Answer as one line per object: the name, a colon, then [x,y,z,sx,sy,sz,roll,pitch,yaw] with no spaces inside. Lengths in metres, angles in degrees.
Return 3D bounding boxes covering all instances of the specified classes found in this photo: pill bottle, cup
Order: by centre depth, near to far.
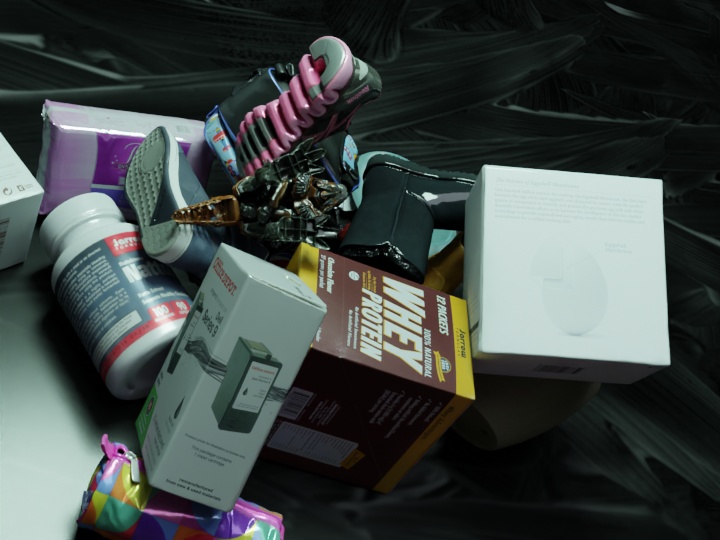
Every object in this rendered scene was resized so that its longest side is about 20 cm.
pill bottle: [-0.254,0.022,0.952,0.119,0.120,0.201,-18,63,-42]
cup: [0.169,0.131,1.097,0.200,0.201,0.143,42,66,9]

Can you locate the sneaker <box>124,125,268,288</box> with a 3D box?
sneaker: [-0.178,-0.058,0.991,0.146,0.077,0.204,33,27,-43]

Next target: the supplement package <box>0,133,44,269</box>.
supplement package: [-0.442,-0.101,0.945,0.117,0.117,0.200,-25,68,-44]

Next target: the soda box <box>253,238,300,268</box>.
soda box: [-0.113,-0.092,1.191,0.070,0.064,0.202,10,48,-25]

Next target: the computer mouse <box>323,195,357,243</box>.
computer mouse: [-0.034,-0.119,1.282,0.108,0.044,0.202,9,48,-25]

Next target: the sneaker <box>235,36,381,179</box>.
sneaker: [-0.054,-0.156,0.963,0.095,0.199,0.080,9,53,-46]

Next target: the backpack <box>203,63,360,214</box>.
backpack: [-0.082,-0.150,1.107,0.184,0.133,0.200,58,13,-4]

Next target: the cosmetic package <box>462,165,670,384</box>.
cosmetic package: [0.215,0.008,0.979,0.195,0.123,0.204,5,74,-3]

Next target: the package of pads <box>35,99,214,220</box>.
package of pads: [-0.279,-0.125,1.065,0.197,0.122,0.076,2,32,-30]

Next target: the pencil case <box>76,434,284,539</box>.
pencil case: [-0.165,0.231,0.840,0.198,0.089,0.089,27,42,-13]

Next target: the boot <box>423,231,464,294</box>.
boot: [0.087,0.012,1.160,0.071,0.144,0.201,47,43,7]

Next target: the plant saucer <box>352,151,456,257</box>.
plant saucer: [0.070,-0.096,1.310,0.198,0.027,0.202,28,41,-27]

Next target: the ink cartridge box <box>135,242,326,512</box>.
ink cartridge box: [-0.123,0.090,0.831,0.083,0.203,0.146,25,3,-22]

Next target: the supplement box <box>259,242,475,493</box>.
supplement box: [-0.014,0.110,0.967,0.197,0.198,0.134,19,42,-17]

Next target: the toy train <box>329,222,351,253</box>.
toy train: [0.000,0.000,1.128,0.085,0.115,0.201,46,43,-10]

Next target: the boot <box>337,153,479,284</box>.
boot: [0.079,-0.042,1.071,0.197,0.077,0.170,16,52,-3]

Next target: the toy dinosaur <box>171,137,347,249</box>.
toy dinosaur: [-0.092,-0.062,0.926,0.199,0.135,0.103,-37,109,-32]
